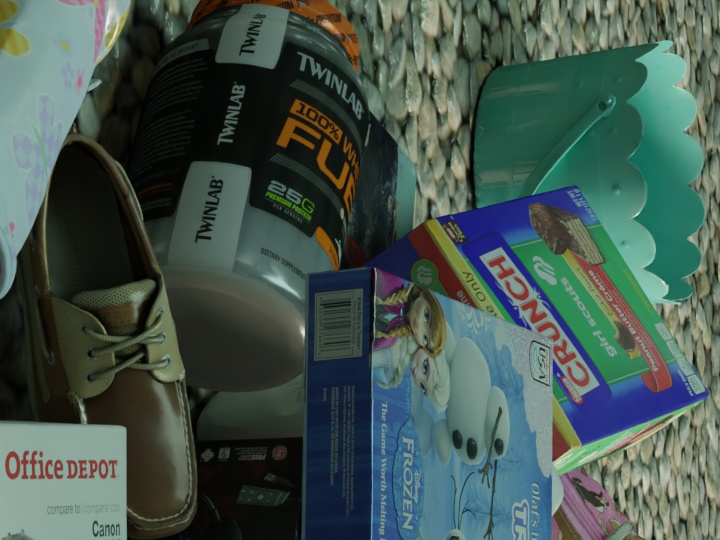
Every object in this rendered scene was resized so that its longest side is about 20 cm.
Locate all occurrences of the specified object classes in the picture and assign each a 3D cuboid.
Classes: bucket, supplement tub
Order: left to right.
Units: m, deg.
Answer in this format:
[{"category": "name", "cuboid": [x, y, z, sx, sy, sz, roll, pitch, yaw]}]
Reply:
[{"category": "supplement tub", "cuboid": [-0.063, -0.047, 1.535, 0.123, 0.122, 0.201, 63, 31, -50]}, {"category": "bucket", "cuboid": [0.173, -0.069, 2.185, 0.207, 0.134, 0.208, -3, 90, -70]}]

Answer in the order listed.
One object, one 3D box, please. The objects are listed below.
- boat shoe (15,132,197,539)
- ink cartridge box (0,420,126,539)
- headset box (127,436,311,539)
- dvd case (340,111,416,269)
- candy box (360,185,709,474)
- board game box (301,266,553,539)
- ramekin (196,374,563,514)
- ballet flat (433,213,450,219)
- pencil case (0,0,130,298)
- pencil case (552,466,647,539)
[{"category": "boat shoe", "cuboid": [-0.122, 0.029, 1.366, 0.201, 0.075, 0.072, 70, -20, 8]}, {"category": "ink cartridge box", "cuboid": [-0.166, 0.165, 1.277, 0.147, 0.083, 0.201, 8, 81, -70]}, {"category": "headset box", "cuboid": [-0.090, 0.187, 1.392, 0.075, 0.148, 0.201, 52, 40, -56]}, {"category": "dvd case", "cuboid": [0.000, 0.000, 1.859, 0.146, 0.022, 0.201, 47, 45, -61]}, {"category": "candy box", "cuboid": [0.109, 0.042, 1.825, 0.200, 0.077, 0.169, -15, 70, -56]}, {"category": "board game box", "cuboid": [0.037, 0.115, 1.440, 0.199, 0.043, 0.201, 22, 66, -60]}, {"category": "ramekin", "cuboid": [0.005, 0.102, 1.612, 0.200, 0.200, 0.098, -42, 120, -65]}, {"category": "ballet flat", "cuboid": [0.052, 0.008, 1.888, 0.200, 0.057, 0.067, -53, 136, -61]}, {"category": "pencil case", "cuboid": [-0.167, -0.072, 1.305, 0.200, 0.083, 0.091, -72, 165, -45]}, {"category": "pencil case", "cuboid": [0.110, 0.129, 1.893, 0.200, 0.086, 0.083, 56, 30, 9]}]
